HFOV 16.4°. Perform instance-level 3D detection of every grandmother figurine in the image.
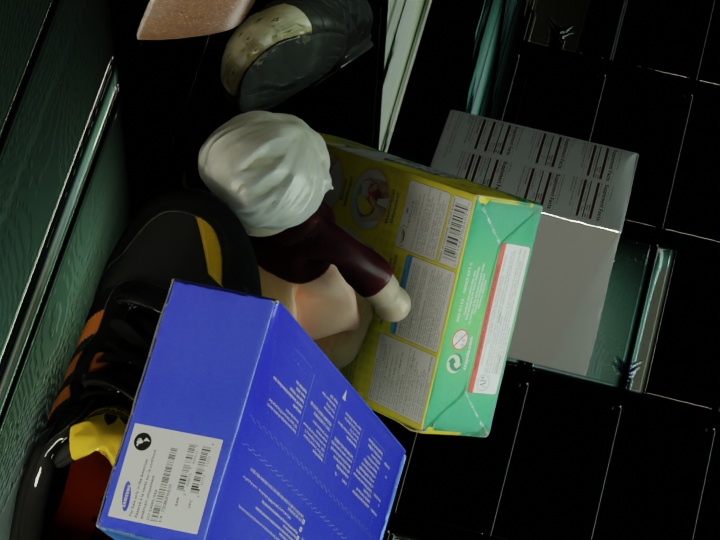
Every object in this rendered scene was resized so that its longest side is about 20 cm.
[{"bbox_3d":[-0.032,-0.012,1.085,0.200,0.121,0.061,71,42,-69],"label":"grandmother figurine"}]

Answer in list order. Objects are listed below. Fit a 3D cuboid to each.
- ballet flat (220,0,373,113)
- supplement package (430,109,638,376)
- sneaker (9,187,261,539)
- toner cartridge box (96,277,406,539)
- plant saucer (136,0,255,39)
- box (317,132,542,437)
[{"bbox_3d":[-0.037,-0.114,1.192,0.066,0.057,0.200,-34,-178,12],"label":"ballet flat"},{"bbox_3d":[0.160,-0.029,2.529,0.147,0.200,0.192,-69,171,-52],"label":"supplement package"},{"bbox_3d":[-0.084,0.056,0.944,0.090,0.070,0.200,90,16,-74],"label":"sneaker"},{"bbox_3d":[-0.036,0.082,0.948,0.200,0.043,0.095,55,50,-65],"label":"toner cartridge box"},{"bbox_3d":[-0.021,-0.166,0.924,0.200,0.034,0.200,-60,-177,6],"label":"plant saucer"},{"bbox_3d":[0.000,0.000,1.226,0.200,0.048,0.118,22,-78,50],"label":"box"}]
